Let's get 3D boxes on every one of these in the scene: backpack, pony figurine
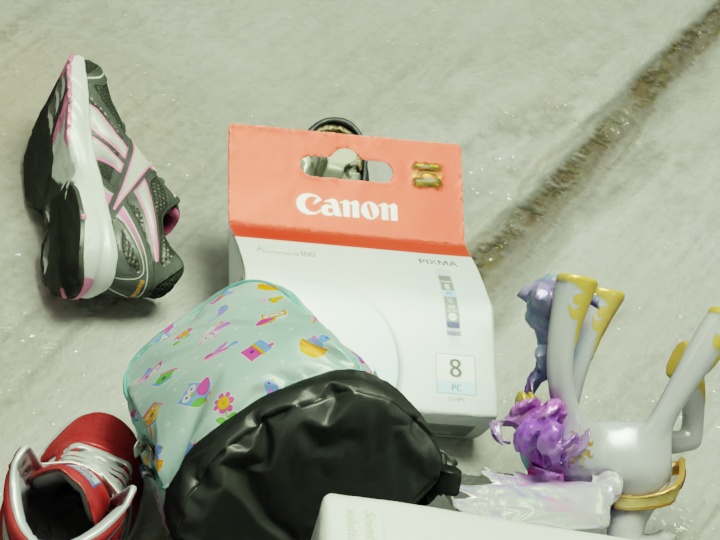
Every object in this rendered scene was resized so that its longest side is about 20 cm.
[{"bbox_3d":[-0.051,0.089,1.567,0.167,0.127,0.200,-26,19,-7],"label":"backpack"},{"bbox_3d":[0.125,0.107,1.629,0.193,0.200,0.167,12,-4,-16],"label":"pony figurine"}]

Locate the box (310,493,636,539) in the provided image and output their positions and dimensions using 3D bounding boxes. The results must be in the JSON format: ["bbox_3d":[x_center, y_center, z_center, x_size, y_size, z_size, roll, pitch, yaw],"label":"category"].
[{"bbox_3d":[0.058,0.250,1.427,0.200,0.171,0.199,11,38,-11],"label":"box"}]

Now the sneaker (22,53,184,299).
[{"bbox_3d":[-0.160,-0.049,1.802,0.086,0.080,0.200,14,44,-26],"label":"sneaker"}]

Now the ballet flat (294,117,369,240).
[{"bbox_3d":[-0.029,-0.034,1.827,0.073,0.073,0.200,17,38,-2],"label":"ballet flat"}]

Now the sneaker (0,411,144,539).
[{"bbox_3d":[-0.154,0.119,1.549,0.071,0.113,0.200,19,37,-1],"label":"sneaker"}]

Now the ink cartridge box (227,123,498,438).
[{"bbox_3d":[0.000,0.000,1.748,0.160,0.047,0.200,5,69,-17],"label":"ink cartridge box"}]
